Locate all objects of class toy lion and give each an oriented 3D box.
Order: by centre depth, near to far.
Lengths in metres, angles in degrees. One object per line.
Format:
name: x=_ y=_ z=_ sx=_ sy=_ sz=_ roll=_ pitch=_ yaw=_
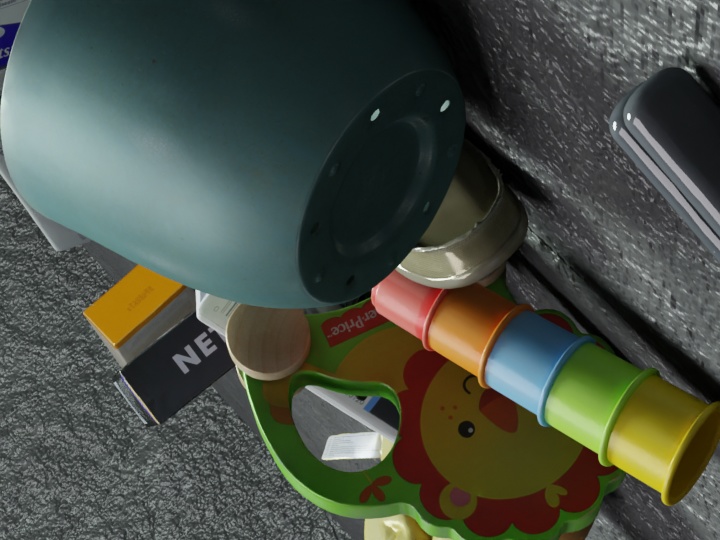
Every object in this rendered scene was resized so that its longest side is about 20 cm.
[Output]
toy lion: x=0.046 y=0.077 z=1.189 sx=0.069 sy=0.199 sz=0.193 roll=83 pitch=163 yaw=-70

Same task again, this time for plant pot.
plant pot: x=-0.047 y=-0.075 z=1.030 sx=0.160 sy=0.201 sz=0.201 roll=32 pitch=163 yaw=27

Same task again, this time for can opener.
can opener: x=0.162 y=0.013 z=0.813 sx=0.201 sy=0.066 sz=0.053 roll=54 pitch=171 yaw=-1

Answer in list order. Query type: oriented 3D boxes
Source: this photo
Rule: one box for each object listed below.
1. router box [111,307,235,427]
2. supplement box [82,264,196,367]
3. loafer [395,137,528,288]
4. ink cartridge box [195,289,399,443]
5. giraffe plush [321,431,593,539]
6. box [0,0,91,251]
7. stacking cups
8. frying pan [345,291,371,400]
router box: x=-0.096 y=0.039 z=1.623 sx=0.052 sy=0.200 sz=0.157 roll=52 pitch=171 yaw=-1
supplement box: x=-0.256 y=0.078 z=2.688 sx=0.073 sy=0.126 sz=0.200 roll=42 pitch=167 yaw=30
loafer: x=0.013 y=-0.059 z=1.138 sx=0.200 sy=0.076 sz=0.068 roll=40 pitch=173 yaw=45
ink cartridge box: x=-0.021 y=0.023 z=1.358 sx=0.197 sy=0.043 sz=0.200 roll=33 pitch=-164 yaw=-19
giraffe plush: x=0.092 y=0.159 z=1.462 sx=0.162 sy=0.174 sz=0.199 roll=30 pitch=172 yaw=-36
box: x=-0.202 y=-0.152 z=1.419 sx=0.184 sy=0.104 sz=0.201 roll=62 pitch=-168 yaw=-52
stacking cups: x=0.093 y=0.047 z=1.115 sx=0.199 sy=0.061 sz=0.061 roll=31 pitch=164 yaw=22
frying pan: x=-0.012 y=-0.012 z=1.294 sx=0.115 sy=0.031 sz=0.190 roll=43 pitch=-152 yaw=-11
